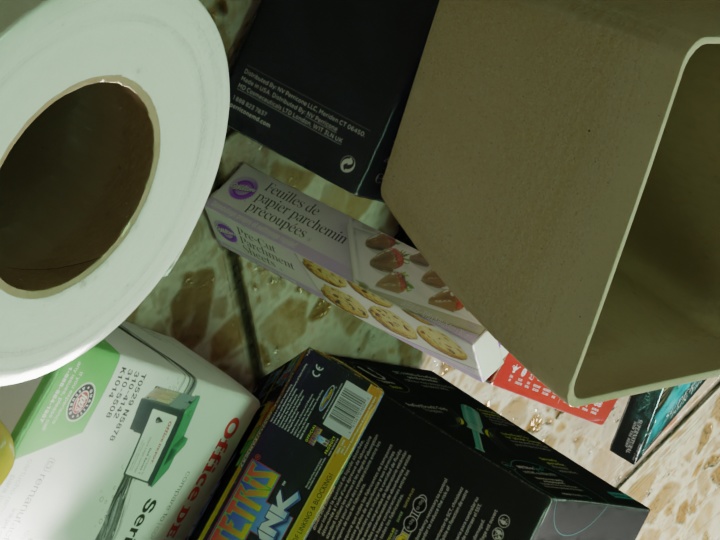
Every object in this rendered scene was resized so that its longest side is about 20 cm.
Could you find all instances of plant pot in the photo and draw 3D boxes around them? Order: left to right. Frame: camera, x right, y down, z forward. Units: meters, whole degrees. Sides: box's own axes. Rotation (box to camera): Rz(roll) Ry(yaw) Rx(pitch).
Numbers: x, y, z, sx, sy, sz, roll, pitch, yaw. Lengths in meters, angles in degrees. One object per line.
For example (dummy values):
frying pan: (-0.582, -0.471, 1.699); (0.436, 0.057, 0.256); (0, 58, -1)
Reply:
plant pot: (0.130, -0.065, 1.338); (0.200, 0.177, 0.200); (-7, 120, -50)

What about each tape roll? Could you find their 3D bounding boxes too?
tape roll: (-0.176, -0.067, 1.127); (0.203, 0.139, 0.203); (-35, 141, -34)

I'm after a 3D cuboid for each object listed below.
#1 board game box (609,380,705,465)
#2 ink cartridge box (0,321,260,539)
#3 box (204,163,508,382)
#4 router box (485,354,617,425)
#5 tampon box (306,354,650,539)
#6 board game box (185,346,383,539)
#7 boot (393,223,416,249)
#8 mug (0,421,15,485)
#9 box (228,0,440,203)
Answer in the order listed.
board game box: (0.269, 0.048, 1.963); (0.200, 0.028, 0.135); (-44, 158, -41)
ink cartridge box: (-0.162, 0.098, 1.379); (0.146, 0.084, 0.200); (-61, 149, 4)
box: (0.000, 0.000, 1.418); (0.039, 0.200, 0.041); (-48, 148, -24)
router box: (0.160, 0.010, 1.804); (0.200, 0.049, 0.180); (22, 97, -59)
tampon box: (0.055, 0.158, 1.632); (0.150, 0.200, 0.126); (13, 105, -57)
board game box: (-0.071, 0.151, 1.481); (0.200, 0.057, 0.165); (-61, -172, -14)
boot: (0.116, -0.037, 1.627); (0.158, 0.079, 0.211); (13, 117, -31)
mug: (-0.265, 0.131, 1.193); (0.149, 0.153, 0.187); (23, 96, -58)
box: (0.046, -0.141, 1.444); (0.200, 0.123, 0.199); (10, 106, -58)
